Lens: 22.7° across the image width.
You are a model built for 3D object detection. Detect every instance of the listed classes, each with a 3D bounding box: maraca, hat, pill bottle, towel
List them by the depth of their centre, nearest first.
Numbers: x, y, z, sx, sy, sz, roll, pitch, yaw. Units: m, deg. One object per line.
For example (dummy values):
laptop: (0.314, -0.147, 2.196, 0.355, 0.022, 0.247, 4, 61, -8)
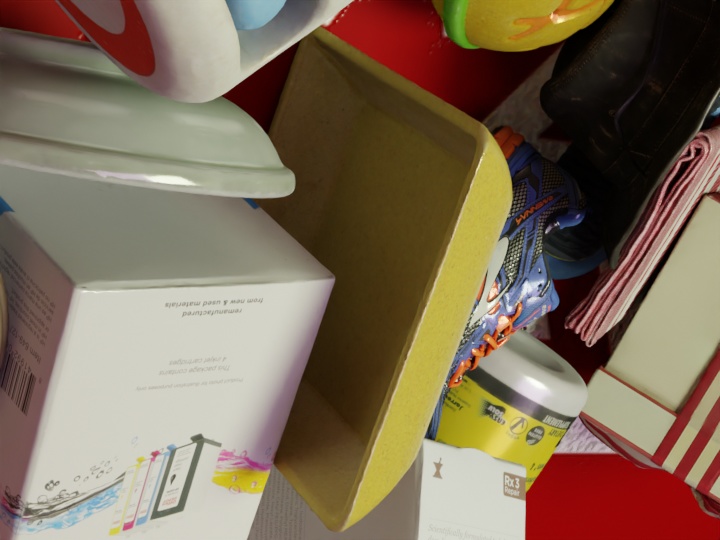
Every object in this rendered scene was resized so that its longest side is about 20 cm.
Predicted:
maraca: (0.082, -0.175, 0.892, 0.137, 0.107, 0.200, -57, 165, 2)
hat: (0.144, -0.102, 0.966, 0.201, 0.081, 0.201, -155, -90, -90)
pill bottle: (0.043, 0.125, 1.103, 0.112, 0.112, 0.200, 21, 106, -47)
towel: (0.193, -0.036, 1.111, 0.144, 0.023, 0.200, -60, 167, 20)

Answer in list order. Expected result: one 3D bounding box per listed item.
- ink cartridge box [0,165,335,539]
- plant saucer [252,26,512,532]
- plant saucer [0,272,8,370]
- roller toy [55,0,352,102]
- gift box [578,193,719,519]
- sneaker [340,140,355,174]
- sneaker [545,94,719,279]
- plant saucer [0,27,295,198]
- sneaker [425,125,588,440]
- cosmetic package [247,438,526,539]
ink cartridge box: (-0.132, 0.056, 0.871, 0.144, 0.147, 0.201, -3, 122, -40)
plant saucer: (0.000, 0.000, 0.885, 0.048, 0.200, 0.201, 12, 105, -30)
plant saucer: (-0.247, 0.030, 0.744, 0.199, 0.030, 0.201, -6, 123, -10)
roller toy: (-0.074, -0.162, 0.645, 0.140, 0.182, 0.200, -38, 114, -13)
gift box: (0.264, 0.071, 1.178, 0.187, 0.184, 0.200, -60, 161, 10)
sneaker: (-0.023, 0.015, 0.995, 0.078, 0.070, 0.201, -17, 131, -39)
sneaker: (0.170, -0.079, 1.108, 0.200, 0.066, 0.078, -52, 168, -7)
plant saucer: (-0.123, -0.072, 0.757, 0.200, 0.200, 0.050, 3, 99, -42)
sneaker: (0.071, 0.015, 1.012, 0.075, 0.078, 0.201, 103, 11, -75)
cosmetic package: (-0.016, 0.142, 1.004, 0.101, 0.199, 0.074, 19, 69, -47)
